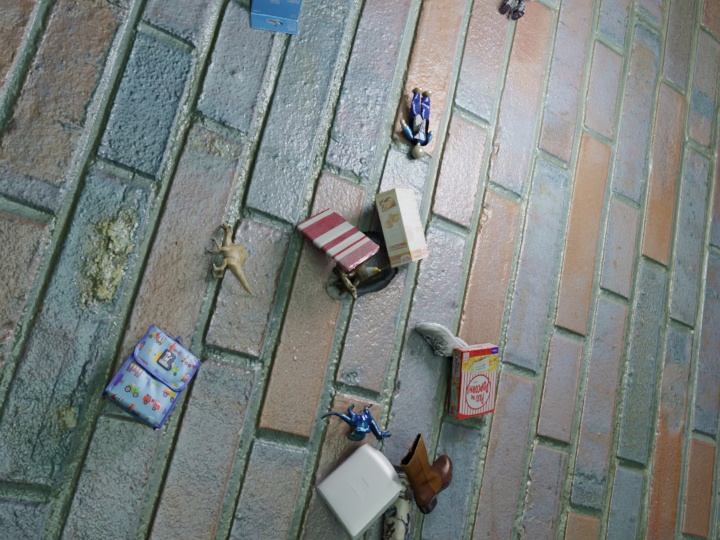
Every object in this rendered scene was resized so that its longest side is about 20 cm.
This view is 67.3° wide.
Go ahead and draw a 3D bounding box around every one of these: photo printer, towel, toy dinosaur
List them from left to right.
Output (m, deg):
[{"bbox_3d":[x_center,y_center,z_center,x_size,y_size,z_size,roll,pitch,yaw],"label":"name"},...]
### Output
[{"bbox_3d":[-0.332,-0.020,1.379,0.099,0.058,0.207,-21,93,-26],"label":"toy dinosaur"},{"bbox_3d":[-0.062,-0.084,1.451,0.198,0.023,0.143,39,44,21],"label":"towel"},{"bbox_3d":[0.004,0.575,1.430,0.197,0.070,0.167,-35,67,-22],"label":"photo printer"}]

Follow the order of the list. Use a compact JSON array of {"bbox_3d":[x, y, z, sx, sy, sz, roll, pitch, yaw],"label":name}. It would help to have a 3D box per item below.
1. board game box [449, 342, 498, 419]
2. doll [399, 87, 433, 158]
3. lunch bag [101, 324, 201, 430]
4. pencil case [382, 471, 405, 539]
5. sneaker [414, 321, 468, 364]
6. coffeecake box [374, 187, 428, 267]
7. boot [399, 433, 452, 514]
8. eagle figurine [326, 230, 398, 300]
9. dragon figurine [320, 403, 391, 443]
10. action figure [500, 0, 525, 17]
[{"bbox_3d":[0.340,0.330,1.623,0.147,0.046,0.209,-2,99,-31],"label":"board game box"},{"bbox_3d":[0.176,-0.447,1.658,0.132,0.048,0.209,4,89,-33],"label":"doll"},{"bbox_3d":[-0.483,0.244,1.279,0.149,0.093,0.204,38,59,-15],"label":"lunch bag"},{"bbox_3d":[0.098,0.668,1.493,0.077,0.087,0.209,13,78,-50],"label":"pencil case"},{"bbox_3d":[0.238,0.217,1.602,0.196,0.074,0.084,32,71,-19],"label":"sneaker"},{"bbox_3d":[0.120,-0.124,1.545,0.152,0.071,0.208,-14,90,-65],"label":"coffeecake box"},{"bbox_3d":[0.182,0.533,1.505,0.188,0.067,0.205,-41,120,-36],"label":"boot"},{"bbox_3d":[0.006,0.001,1.511,0.200,0.147,0.156,-41,147,-51],"label":"eagle figurine"},{"bbox_3d":[-0.005,0.420,1.460,0.194,0.059,0.102,8,53,-30],"label":"dragon figurine"},{"bbox_3d":[0.556,-0.963,1.876,0.128,0.069,0.205,30,70,-13],"label":"action figure"}]
